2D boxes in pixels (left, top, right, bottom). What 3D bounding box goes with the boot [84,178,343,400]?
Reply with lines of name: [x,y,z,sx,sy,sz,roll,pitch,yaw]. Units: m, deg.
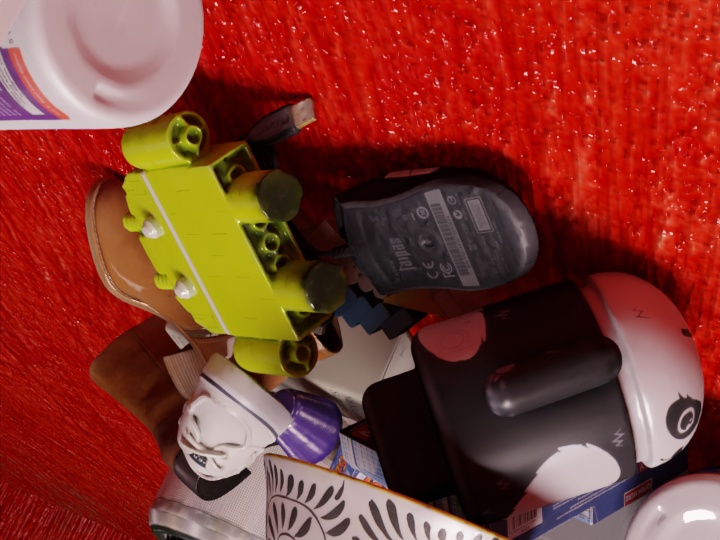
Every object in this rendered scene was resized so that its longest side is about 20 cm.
boot: [-0.110,0.003,1.090,0.154,0.077,0.202,-19,99,37]

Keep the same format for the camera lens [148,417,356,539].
camera lens: [-0.096,0.193,1.368,0.158,0.202,0.160,22,160,8]

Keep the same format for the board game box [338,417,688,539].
board game box: [0.093,0.119,1.030,0.199,0.199,0.062,19,122,48]

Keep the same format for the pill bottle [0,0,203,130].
pill bottle: [-0.187,-0.133,0.793,0.199,0.112,0.111,5,152,44]

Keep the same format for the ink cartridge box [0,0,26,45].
ink cartridge box: [-0.236,-0.174,0.700,0.198,0.146,0.084,9,155,38]

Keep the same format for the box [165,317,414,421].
box: [-0.053,0.062,1.184,0.198,0.069,0.082,17,160,25]

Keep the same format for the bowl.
bowl: [0.019,0.187,0.854,0.199,0.095,0.201,21,169,4]

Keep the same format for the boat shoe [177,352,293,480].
boat shoe: [-0.099,0.112,1.027,0.072,0.066,0.200,39,164,-1]

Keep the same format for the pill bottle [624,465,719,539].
pill bottle: [0.252,0.195,1.024,0.111,0.113,0.200,19,-179,18]

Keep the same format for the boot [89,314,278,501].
boot: [-0.121,0.094,1.296,0.200,0.188,0.069,40,163,43]

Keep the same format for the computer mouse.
computer mouse: [0.013,-0.048,0.863,0.199,0.046,0.141,-14,112,41]

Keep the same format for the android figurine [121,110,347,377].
android figurine: [-0.089,-0.016,0.910,0.199,0.041,0.183,2,123,54]

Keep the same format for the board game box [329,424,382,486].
board game box: [0.060,0.184,1.167,0.198,0.035,0.136,3,128,-27]

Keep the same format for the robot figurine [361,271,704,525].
robot figurine: [0.104,0.078,0.861,0.151,0.198,0.126,-108,0,-66]

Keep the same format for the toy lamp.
toy lamp: [-0.005,0.151,1.173,0.058,0.059,0.200,7,158,42]

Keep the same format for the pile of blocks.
pile of blocks: [0.000,0.000,0.954,0.198,0.083,0.062,19,-160,26]

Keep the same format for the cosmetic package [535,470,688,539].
cosmetic package: [0.173,0.215,1.102,0.089,0.202,0.107,13,160,35]
